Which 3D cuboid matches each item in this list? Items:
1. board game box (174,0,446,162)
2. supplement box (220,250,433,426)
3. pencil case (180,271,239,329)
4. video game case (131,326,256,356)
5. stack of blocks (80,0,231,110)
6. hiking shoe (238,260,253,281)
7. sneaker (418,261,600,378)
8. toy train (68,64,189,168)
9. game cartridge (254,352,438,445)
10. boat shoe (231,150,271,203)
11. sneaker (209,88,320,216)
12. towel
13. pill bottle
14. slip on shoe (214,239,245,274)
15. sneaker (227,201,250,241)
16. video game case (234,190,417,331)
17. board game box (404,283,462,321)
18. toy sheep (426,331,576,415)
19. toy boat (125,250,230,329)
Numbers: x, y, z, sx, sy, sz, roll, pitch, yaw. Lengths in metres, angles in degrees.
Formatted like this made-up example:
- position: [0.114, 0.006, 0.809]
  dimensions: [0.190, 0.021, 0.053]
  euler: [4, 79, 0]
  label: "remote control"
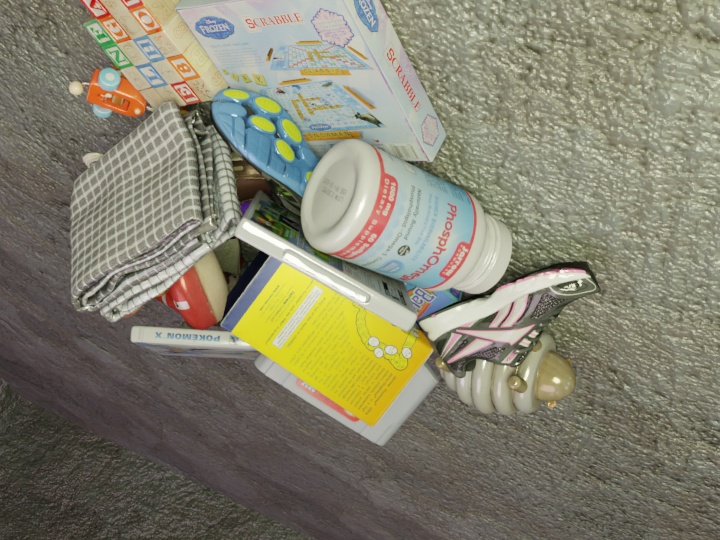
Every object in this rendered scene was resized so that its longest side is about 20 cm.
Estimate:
- position: [-0.045, -0.186, 0.754]
  dimensions: [0.200, 0.041, 0.200]
  euler: [7, 146, 37]
  label: "board game box"
- position: [-0.037, 0.057, 0.873]
  dimensions: [0.200, 0.110, 0.109]
  euler: [36, -172, -13]
  label: "supplement box"
- position: [-0.156, 0.053, 1.146]
  dimensions: [0.200, 0.078, 0.090]
  euler: [10, 112, -17]
  label: "pencil case"
- position: [-0.197, 0.101, 1.083]
  dimensions: [0.182, 0.022, 0.200]
  euler: [4, 169, -3]
  label: "video game case"
- position: [-0.219, -0.257, 0.791]
  dimensions: [0.115, 0.059, 0.200]
  euler: [3, 142, 43]
  label: "stack of blocks"
- position: [-0.101, 0.037, 1.015]
  dimensions: [0.086, 0.075, 0.200]
  euler: [9, 169, 9]
  label: "hiking shoe"
- position: [0.164, 0.055, 0.843]
  dimensions: [0.200, 0.080, 0.087]
  euler: [-25, 87, 36]
  label: "sneaker"
- position: [-0.264, -0.175, 0.949]
  dimensions: [0.150, 0.056, 0.200]
  euler: [15, 154, -15]
  label: "toy train"
- position: [-0.011, 0.115, 0.974]
  dimensions: [0.200, 0.133, 0.041]
  euler: [34, -167, -14]
  label: "game cartridge"
- position: [-0.168, -0.092, 0.944]
  dimensions: [0.202, 0.075, 0.075]
  euler: [0, 154, 14]
  label: "boat shoe"
- position: [-0.078, -0.101, 0.810]
  dimensions: [0.083, 0.071, 0.200]
  euler: [-12, 138, 46]
  label: "sneaker"
- position: [-0.223, -0.063, 0.837]
  dimensions: [0.200, 0.166, 0.086]
  euler: [-32, 140, 23]
  label: "towel"
- position: [0.050, -0.043, 0.780]
  dimensions: [0.200, 0.109, 0.109]
  euler: [20, 162, -33]
  label: "pill bottle"
- position: [-0.203, -0.018, 1.171]
  dimensions: [0.074, 0.061, 0.200]
  euler: [-10, 132, 2]
  label: "slip on shoe"
- position: [-0.178, -0.062, 1.028]
  dimensions: [0.200, 0.100, 0.070]
  euler: [14, 151, 30]
  label: "sneaker"
- position: [-0.034, -0.016, 0.807]
  dimensions: [0.182, 0.022, 0.200]
  euler: [30, -170, -9]
  label: "video game case"
- position: [0.000, 0.000, 0.958]
  dimensions: [0.200, 0.045, 0.152]
  euler: [41, 126, -17]
  label: "board game box"
- position: [0.157, 0.106, 0.946]
  dimensions: [0.200, 0.138, 0.138]
  euler: [18, 150, 29]
  label: "toy sheep"
- position: [-0.247, 0.011, 0.956]
  dimensions: [0.200, 0.131, 0.131]
  euler: [20, 136, 47]
  label: "toy boat"
